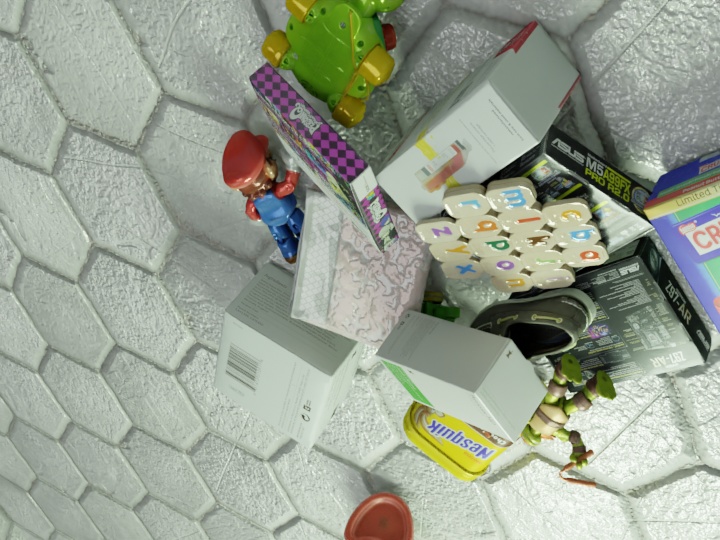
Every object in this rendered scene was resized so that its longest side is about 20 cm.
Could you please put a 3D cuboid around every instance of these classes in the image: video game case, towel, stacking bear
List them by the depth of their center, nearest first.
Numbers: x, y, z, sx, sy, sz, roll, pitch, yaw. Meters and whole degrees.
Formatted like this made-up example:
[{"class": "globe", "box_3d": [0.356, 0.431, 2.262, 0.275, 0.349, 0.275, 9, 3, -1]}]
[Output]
[{"class": "video game case", "box_3d": [-0.041, -0.131, 1.059, 0.200, 0.036, 0.182, 48, 174, 27]}, {"class": "towel", "box_3d": [0.000, 0.000, 1.204, 0.187, 0.032, 0.204, 16, 113, 13]}, {"class": "stacking bear", "box_3d": [0.045, 0.497, 1.606, 0.119, 0.115, 0.202, 14, 143, 15]}]

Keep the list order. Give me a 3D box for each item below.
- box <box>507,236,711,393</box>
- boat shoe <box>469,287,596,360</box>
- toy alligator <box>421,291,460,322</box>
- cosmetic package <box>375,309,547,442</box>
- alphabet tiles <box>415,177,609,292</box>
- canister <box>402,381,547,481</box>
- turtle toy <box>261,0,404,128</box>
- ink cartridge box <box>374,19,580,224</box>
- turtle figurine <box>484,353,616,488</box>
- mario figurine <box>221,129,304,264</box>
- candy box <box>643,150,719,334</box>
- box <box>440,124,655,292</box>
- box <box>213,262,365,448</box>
[{"class": "box", "box_3d": [0.303, 0.061, 1.090, 0.198, 0.044, 0.161, -24, 109, 46]}, {"class": "boat shoe", "box_3d": [0.199, 0.077, 1.101, 0.072, 0.060, 0.200, 51, 141, -13]}, {"class": "toy alligator", "box_3d": [0.069, 0.068, 1.266, 0.197, 0.061, 0.054, -7, 162, 40]}, {"class": "cosmetic package", "box_3d": [0.124, 0.127, 1.114, 0.108, 0.085, 0.199, 50, 161, -29]}, {"class": "alphabet tiles", "box_3d": [0.167, -0.034, 0.978, 0.192, 0.015, 0.200, -7, 145, 27]}, {"class": "canister", "box_3d": [0.166, 0.203, 1.282, 0.147, 0.087, 0.201, 37, 137, 2]}, {"class": "turtle toy", "box_3d": [-0.014, -0.270, 0.999, 0.145, 0.101, 0.200, 40, 138, -1]}, {"class": "ink cartridge box", "box_3d": [0.124, -0.156, 0.963, 0.083, 0.146, 0.199, 45, 139, -10]}, {"class": "turtle figurine", "box_3d": [0.257, 0.186, 1.143, 0.198, 0.065, 0.162, 36, 129, 2]}, {"class": "mario figurine", "box_3d": [-0.117, -0.116, 1.245, 0.202, 0.122, 0.106, 57, 177, -29]}, {"class": "candy box", "box_3d": [0.417, -0.029, 0.905, 0.168, 0.077, 0.202, -22, 109, 46]}, {"class": "box", "box_3d": [0.204, -0.062, 0.992, 0.158, 0.045, 0.200, 29, 146, -17]}, {"class": "box", "box_3d": [-0.112, 0.134, 1.393, 0.197, 0.131, 0.201, 29, 137, 11]}]
